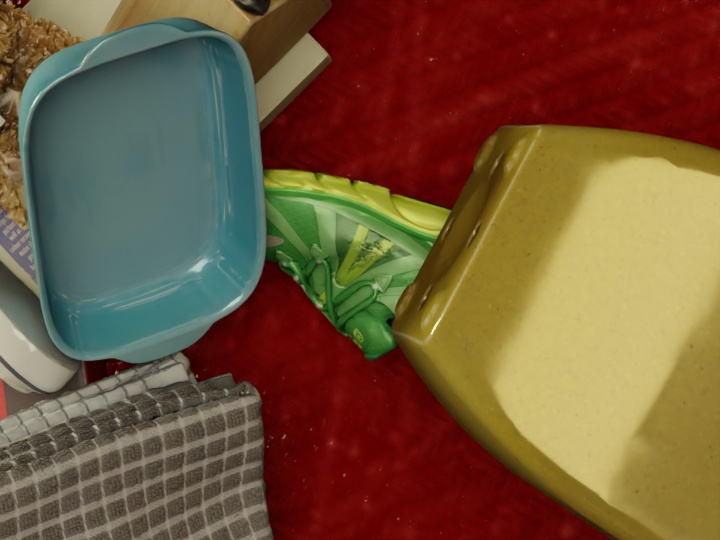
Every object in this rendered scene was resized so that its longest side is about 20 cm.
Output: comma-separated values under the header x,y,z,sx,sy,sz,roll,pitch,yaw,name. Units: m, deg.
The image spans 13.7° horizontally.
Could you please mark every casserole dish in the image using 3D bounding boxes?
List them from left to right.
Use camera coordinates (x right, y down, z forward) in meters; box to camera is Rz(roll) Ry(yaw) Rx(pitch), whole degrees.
x,y,z,sx,sy,sz,roll,pitch,yaw,name
-0.108,-0.043,1.445,0.121,0.201,0.039,-19,42,-18,casserole dish

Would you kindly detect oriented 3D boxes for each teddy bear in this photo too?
x,y,z,sx,sy,sz,roll,pitch,yaw,name
-0.205,-0.103,1.460,0.199,0.067,0.146,13,101,-7,teddy bear

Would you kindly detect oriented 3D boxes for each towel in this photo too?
x,y,z,sx,sy,sz,roll,pitch,yaw,name
-0.123,0.147,1.451,0.199,0.085,0.167,-21,104,-35,towel

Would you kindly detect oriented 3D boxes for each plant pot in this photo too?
x,y,z,sx,sy,sz,roll,pitch,yaw,name
0.130,0.027,1.425,0.199,0.195,0.195,29,88,-7,plant pot

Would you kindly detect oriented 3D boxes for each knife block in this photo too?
x,y,z,sx,sy,sz,roll,pitch,yaw,name
-0.075,-0.131,1.458,0.064,0.176,0.200,45,91,7,knife block

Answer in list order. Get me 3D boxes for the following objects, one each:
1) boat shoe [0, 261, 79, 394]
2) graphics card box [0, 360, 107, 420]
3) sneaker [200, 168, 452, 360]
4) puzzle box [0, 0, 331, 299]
x,y,z,sx,sy,sz,roll,pitch,yaw,name
-0.224,0.010,1.521,0.200,0.072,0.066,40,97,24,boat shoe
-0.224,0.114,1.542,0.199,0.051,0.126,-8,85,5,graphics card box
0.000,0.000,1.519,0.199,0.074,0.084,15,83,5,sneaker
-0.130,-0.088,1.561,0.200,0.025,0.133,-43,84,1,puzzle box
